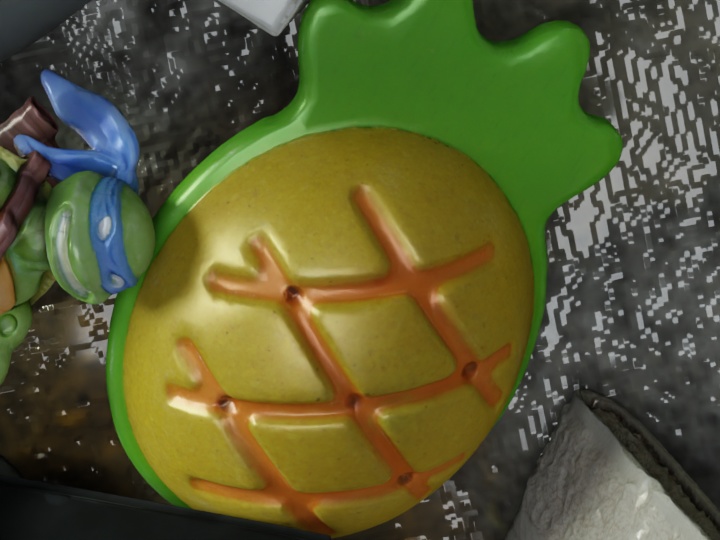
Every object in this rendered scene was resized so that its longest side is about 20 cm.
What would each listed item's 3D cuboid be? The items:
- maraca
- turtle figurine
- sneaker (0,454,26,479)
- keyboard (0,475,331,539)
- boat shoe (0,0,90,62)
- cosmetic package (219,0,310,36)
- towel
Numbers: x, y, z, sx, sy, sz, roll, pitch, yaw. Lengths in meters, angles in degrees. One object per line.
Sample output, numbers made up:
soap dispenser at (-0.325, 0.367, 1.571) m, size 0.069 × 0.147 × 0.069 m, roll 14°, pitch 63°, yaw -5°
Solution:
maraca at (0.000, 0.000, 0.788) m, size 0.136 × 0.107 × 0.201 m, roll 22°, pitch 109°, yaw -24°
turtle figurine at (-0.167, 0.021, 0.737) m, size 0.192 × 0.144 × 0.202 m, roll 1°, pitch 68°, yaw 19°
sneaker at (-0.157, 0.163, 0.832) m, size 0.075 × 0.115 × 0.202 m, roll 12°, pitch 106°, yaw 36°
keyboard at (-0.110, 0.122, 0.764) m, size 0.198 × 0.128 × 0.021 m, roll 8°, pitch 146°, yaw 16°
boat shoe at (-0.125, -0.098, 0.738) m, size 0.068 × 0.200 × 0.057 m, roll -34°, pitch 86°, yaw 7°
cosmetic package at (-0.085, -0.161, 0.764) m, size 0.199 × 0.108 × 0.085 m, roll 32°, pitch 103°, yaw -3°
towel at (0.081, 0.137, 0.776) m, size 0.034 × 0.200 × 0.133 m, roll 20°, pitch 106°, yaw -28°
